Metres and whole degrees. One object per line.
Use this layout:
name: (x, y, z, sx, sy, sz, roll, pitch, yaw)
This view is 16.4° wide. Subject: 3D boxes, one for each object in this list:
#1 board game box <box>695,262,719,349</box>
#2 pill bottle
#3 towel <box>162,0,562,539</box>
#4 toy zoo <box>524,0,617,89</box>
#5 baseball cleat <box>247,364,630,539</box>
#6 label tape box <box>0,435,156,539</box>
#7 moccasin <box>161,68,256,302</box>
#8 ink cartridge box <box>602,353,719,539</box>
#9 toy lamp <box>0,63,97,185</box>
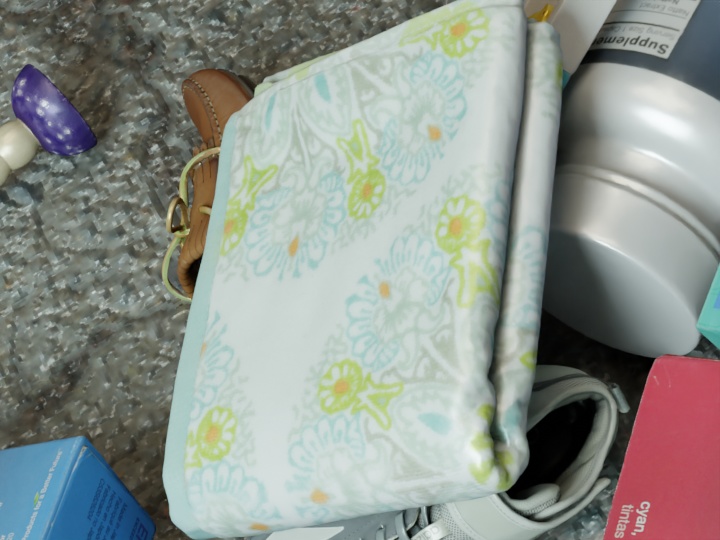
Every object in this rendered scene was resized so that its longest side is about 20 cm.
board game box: (0.237, -0.023, 0.906, 0.199, 0.045, 0.153, 11, 73, 41)
pill bottle: (0.143, -0.070, 1.031, 0.119, 0.120, 0.201, 17, 65, 32)
towel: (0.000, 0.000, 0.974, 0.171, 0.048, 0.201, -17, 59, 46)
toy zoo: (0.065, -0.089, 1.043, 0.201, 0.020, 0.131, -60, 11, 8)
baseball cleat: (0.018, 0.102, 0.971, 0.200, 0.106, 0.070, -41, 95, -9)
label tape box: (-0.195, 0.152, 1.008, 0.199, 0.063, 0.145, -11, 43, 30)
moccasin: (-0.052, -0.006, 1.105, 0.077, 0.074, 0.202, -18, 61, 0)
ink cartridge box: (0.193, 0.132, 0.846, 0.199, 0.145, 0.145, 5, 58, 26)
toy lamp: (-0.217, -0.016, 1.188, 0.200, 0.058, 0.058, -43, 51, -11)
